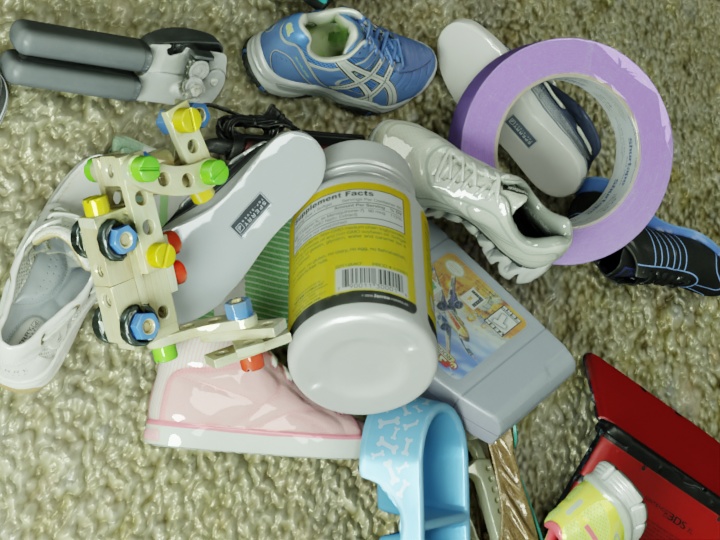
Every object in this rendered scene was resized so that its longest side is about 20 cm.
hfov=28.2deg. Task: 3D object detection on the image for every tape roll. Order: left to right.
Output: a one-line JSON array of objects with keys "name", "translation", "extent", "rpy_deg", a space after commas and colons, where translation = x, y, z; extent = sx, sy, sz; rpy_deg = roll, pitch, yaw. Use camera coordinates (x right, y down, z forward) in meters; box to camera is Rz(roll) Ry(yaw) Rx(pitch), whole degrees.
[{"name": "tape roll", "translation": [0.181, -0.108, 1.308], "extent": [0.197, 0.066, 0.203], "rpy_deg": [-1, 95, -9]}]

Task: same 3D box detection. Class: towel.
[{"name": "towel", "translation": [-0.112, -0.019, 1.150], "extent": [0.198, 0.023, 0.155], "rpy_deg": [12, 66, -33]}]

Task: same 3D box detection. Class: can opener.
[{"name": "can opener", "translation": [-0.192, -0.165, 1.136], "extent": [0.198, 0.053, 0.067], "rpy_deg": [-1, 37, -42]}]

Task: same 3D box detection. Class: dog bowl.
[{"name": "dog bowl", "translation": [0.046, 0.195, 1.117], "extent": [0.111, 0.049, 0.203], "rpy_deg": [8, 80, -62]}]

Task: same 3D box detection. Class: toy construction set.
[{"name": "toy construction set", "translation": [-0.131, -0.014, 1.014], "extent": [0.130, 0.092, 0.202], "rpy_deg": [-24, 95, -41]}]

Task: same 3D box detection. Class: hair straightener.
[{"name": "hair straightener", "translation": [-0.073, -0.105, 1.202], "extent": [0.198, 0.041, 0.077], "rpy_deg": [-1, 38, -38]}]

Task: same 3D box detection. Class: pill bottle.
[{"name": "pill bottle", "translation": [0.000, 0.000, 1.109], "extent": [0.113, 0.114, 0.202], "rpy_deg": [26, 39, -25]}]

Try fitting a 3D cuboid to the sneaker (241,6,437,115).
[{"name": "sneaker", "translation": [-0.004, -0.186, 1.262], "extent": [0.198, 0.077, 0.077], "rpy_deg": [-5, 73, -39]}]

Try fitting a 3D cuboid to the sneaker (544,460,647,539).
[{"name": "sneaker", "translation": [0.184, 0.249, 1.190], "extent": [0.090, 0.078, 0.202], "rpy_deg": [-29, 131, -23]}]

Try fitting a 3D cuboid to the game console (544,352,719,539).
[{"name": "game console", "translation": [0.261, 0.205, 1.338], "extent": [0.199, 0.119, 0.174], "rpy_deg": [33, 86, -20]}]

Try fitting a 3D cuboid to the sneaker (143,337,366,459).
[{"name": "sneaker", "translation": [-0.067, 0.090, 1.097], "extent": [0.198, 0.075, 0.106], "rpy_deg": [10, 79, -29]}]

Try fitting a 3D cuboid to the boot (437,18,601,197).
[{"name": "boot", "translation": [0.154, -0.167, 1.386], "extent": [0.201, 0.072, 0.090], "rpy_deg": [53, 36, -9]}]

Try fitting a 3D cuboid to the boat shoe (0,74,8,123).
[{"name": "boat shoe", "translation": [-0.314, -0.095, 1.002], "extent": [0.070, 0.066, 0.200], "rpy_deg": [54, 49, -7]}]

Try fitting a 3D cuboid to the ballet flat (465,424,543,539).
[{"name": "ballet flat", "translation": [0.101, 0.165, 1.214], "extent": [0.071, 0.068, 0.203], "rpy_deg": [-8, 81, -22]}]

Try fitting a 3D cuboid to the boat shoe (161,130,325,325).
[{"name": "boat shoe", "translation": [-0.112, -0.033, 1.102], "extent": [0.200, 0.068, 0.072], "rpy_deg": [-48, 110, -14]}]

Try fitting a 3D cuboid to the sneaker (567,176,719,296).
[{"name": "sneaker", "translation": [0.283, -0.012, 1.413], "extent": [0.198, 0.070, 0.079], "rpy_deg": [28, 61, -17]}]

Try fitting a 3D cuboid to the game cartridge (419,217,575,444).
[{"name": "game cartridge", "translation": [0.072, 0.047, 1.204], "extent": [0.200, 0.042, 0.133], "rpy_deg": [43, 44, 16]}]

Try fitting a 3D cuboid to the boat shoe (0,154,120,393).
[{"name": "boat shoe", "translation": [-0.211, -0.010, 1.033], "extent": [0.070, 0.070, 0.202], "rpy_deg": [18, 58, -2]}]

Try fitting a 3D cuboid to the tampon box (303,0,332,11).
[{"name": "tampon box", "translation": [-0.031, -0.356, 1.209], "extent": [0.149, 0.201, 0.127], "rpy_deg": [36, 52, 4]}]

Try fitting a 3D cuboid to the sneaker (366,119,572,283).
[{"name": "sneaker", "translation": [0.096, -0.069, 1.219], "extent": [0.199, 0.081, 0.076], "rpy_deg": [33, 69, -11]}]
